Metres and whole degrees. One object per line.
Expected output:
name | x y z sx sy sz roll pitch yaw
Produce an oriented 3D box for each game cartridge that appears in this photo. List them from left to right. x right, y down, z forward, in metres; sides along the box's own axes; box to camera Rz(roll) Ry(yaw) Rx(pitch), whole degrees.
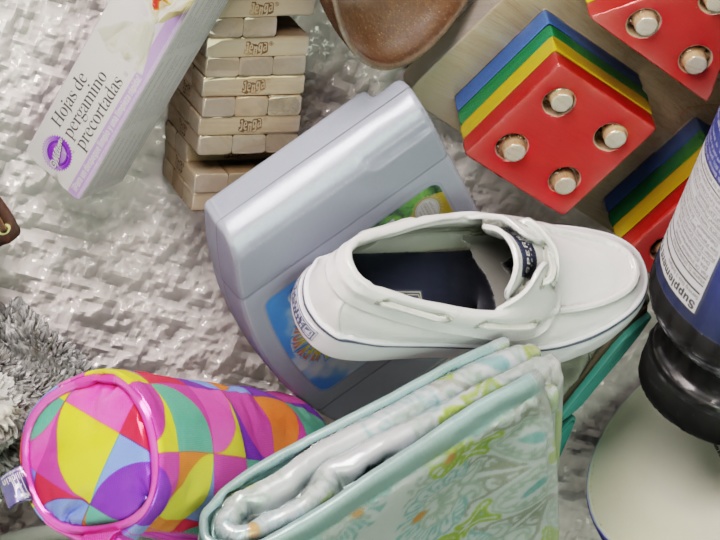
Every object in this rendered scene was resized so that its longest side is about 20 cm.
game cartridge | 0.000 0.000 1.368 0.133 0.040 0.200 -33 144 0

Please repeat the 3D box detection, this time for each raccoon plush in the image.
raccoon plush | -0.146 0.080 1.329 0.200 0.134 0.097 6 110 -24

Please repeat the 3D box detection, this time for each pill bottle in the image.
pill bottle | 0.207 -0.013 1.332 0.112 0.112 0.200 0 131 -22

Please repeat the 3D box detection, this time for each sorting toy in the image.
sorting toy | 0.163 -0.095 1.373 0.200 0.070 0.199 31 119 -30

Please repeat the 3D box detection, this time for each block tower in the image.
block tower | -0.056 -0.121 1.317 0.054 0.058 0.200 -3 114 -21

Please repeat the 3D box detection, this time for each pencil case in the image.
pencil case | -0.086 0.095 1.307 0.088 0.088 0.200 -58 156 11

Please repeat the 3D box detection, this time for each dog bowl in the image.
dog bowl | 0.225 0.112 1.457 0.200 0.200 0.079 -35 120 -3

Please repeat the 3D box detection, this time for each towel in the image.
towel | 0.013 0.133 1.326 0.200 0.048 0.171 -27 141 -20

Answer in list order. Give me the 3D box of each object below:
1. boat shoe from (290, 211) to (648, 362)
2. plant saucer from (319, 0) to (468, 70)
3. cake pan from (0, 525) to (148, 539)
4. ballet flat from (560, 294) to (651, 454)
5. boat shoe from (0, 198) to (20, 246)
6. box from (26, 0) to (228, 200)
boat shoe | 0.066 0.006 1.323 0.200 0.074 0.065 -9 158 -32
plant saucer | 0.022 -0.194 1.274 0.200 0.037 0.200 -47 146 -45
cake pan | -0.146 0.218 1.409 0.200 0.037 0.200 0 107 1
ballet flat | 0.091 0.069 1.462 0.067 0.064 0.200 -36 159 -50
boat shoe | -0.213 -0.087 1.263 0.070 0.070 0.200 -19 128 -5
box | -0.092 -0.120 1.268 0.041 0.039 0.200 -28 156 -54
